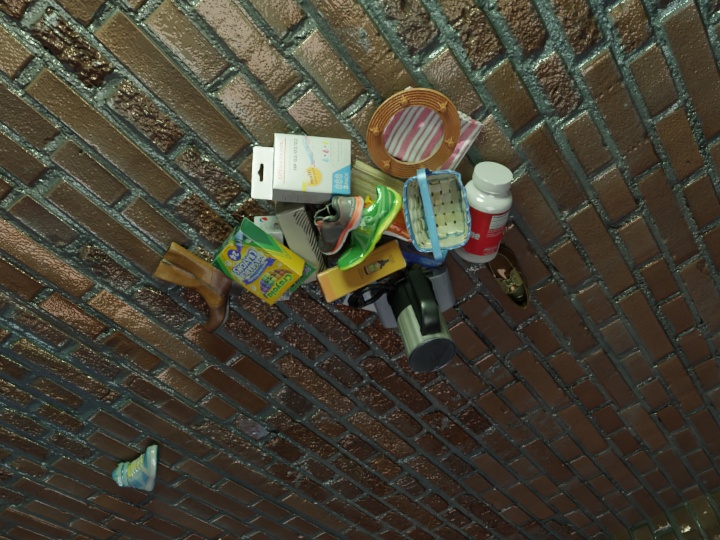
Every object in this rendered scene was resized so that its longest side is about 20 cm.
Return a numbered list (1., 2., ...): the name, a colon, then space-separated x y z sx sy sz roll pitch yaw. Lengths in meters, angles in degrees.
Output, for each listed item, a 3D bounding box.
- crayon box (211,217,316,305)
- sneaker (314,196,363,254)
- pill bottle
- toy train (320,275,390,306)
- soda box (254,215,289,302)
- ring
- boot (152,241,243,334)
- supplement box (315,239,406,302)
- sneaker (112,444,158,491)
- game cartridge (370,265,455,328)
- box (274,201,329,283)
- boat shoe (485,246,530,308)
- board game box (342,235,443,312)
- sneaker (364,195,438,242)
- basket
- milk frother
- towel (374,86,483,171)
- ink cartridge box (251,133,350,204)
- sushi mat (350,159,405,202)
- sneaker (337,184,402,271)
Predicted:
1. crayon box: -0.209 -0.008 1.326 0.198 0.052 0.125 35 125 -22
2. sneaker: -0.061 -0.102 1.243 0.079 0.079 0.200 14 150 -19
3. pill bottle: 0.272 -0.128 1.346 0.108 0.114 0.204 0 130 -8
4. toy train: -0.007 0.032 1.438 0.196 0.035 0.046 -27 141 13
5. soda box: -0.202 -0.024 1.394 0.066 0.065 0.204 -4 131 -5
6. ring: 0.109 -0.270 1.229 0.193 0.020 0.204 -4 134 -4
7. boot: -0.391 0.048 1.423 0.196 0.070 0.190 22 124 -24
8. supplement box: 0.000 0.000 1.352 0.195 0.069 0.068 -24 94 -7
9. sneaker: -0.678 0.596 1.831 0.126 0.081 0.204 9 127 -18
10. game cartridge: 0.132 0.071 1.488 0.194 0.042 0.135 -19 135 6
11. box: -0.128 -0.076 1.351 0.066 0.083 0.203 -16 132 4
12. boat shoe: 0.374 0.021 1.511 0.075 0.075 0.200 -32 127 18
13. board game box: 0.076 0.019 1.487 0.194 0.042 0.203 13 127 -18
14. sneaker: 0.094 -0.113 1.345 0.194 0.074 0.079 10 120 -21
15. basket: 0.155 -0.115 1.241 0.134 0.200 0.183 -10 95 13
16. milk frother: 0.089 0.115 1.355 0.195 0.191 0.182 -23 136 5
17. towel: 0.141 -0.276 1.258 0.195 0.030 0.148 18 126 -23
18. ink cartridge box: -0.119 -0.202 1.215 0.193 0.119 0.068 2 166 -11
19. sushi mat: 0.048 -0.168 1.345 0.195 0.012 0.097 21 125 -24
20. sneaker: 0.007 -0.090 1.280 0.083 0.074 0.202 35 92 -8
